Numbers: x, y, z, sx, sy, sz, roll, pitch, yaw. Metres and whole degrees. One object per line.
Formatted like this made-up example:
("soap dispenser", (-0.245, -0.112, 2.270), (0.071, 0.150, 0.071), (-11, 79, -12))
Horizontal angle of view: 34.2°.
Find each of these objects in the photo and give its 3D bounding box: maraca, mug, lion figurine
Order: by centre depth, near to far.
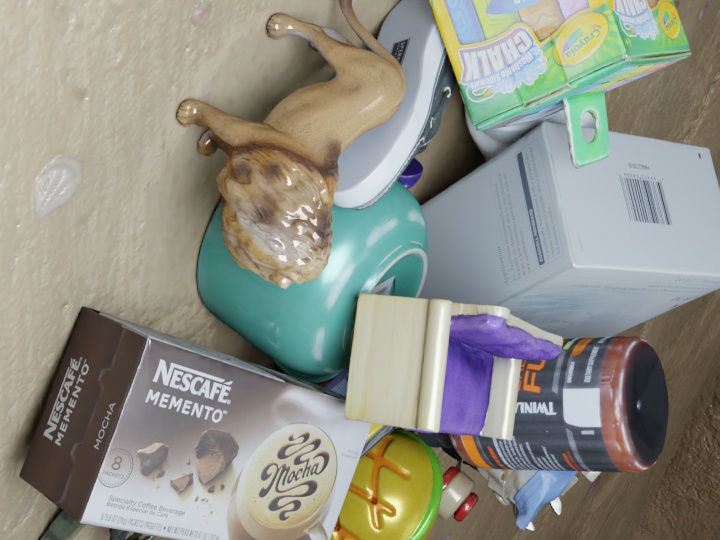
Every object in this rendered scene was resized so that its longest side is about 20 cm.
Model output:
("lion figurine", (-0.026, -0.088, 0.708), (0.201, 0.122, 0.073), (-52, 155, -17))
("mug", (-0.019, 0.001, 0.836), (0.153, 0.114, 0.185), (-55, 155, -8))
("maraca", (-0.011, 0.226, 1.067), (0.199, 0.138, 0.107), (-37, 129, 8))

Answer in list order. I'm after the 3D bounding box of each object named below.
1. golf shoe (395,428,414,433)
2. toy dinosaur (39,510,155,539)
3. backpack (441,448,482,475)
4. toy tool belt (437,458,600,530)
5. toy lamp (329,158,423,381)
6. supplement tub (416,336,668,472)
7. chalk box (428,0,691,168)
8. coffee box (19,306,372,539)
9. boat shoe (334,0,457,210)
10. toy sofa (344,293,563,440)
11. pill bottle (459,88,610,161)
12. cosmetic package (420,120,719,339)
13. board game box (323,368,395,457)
("golf shoe", (0.033, 0.088, 1.091), (0.088, 0.077, 0.201), (-55, 157, -26))
("toy dinosaur", (-0.169, 0.156, 0.812), (0.088, 0.047, 0.201), (30, 93, -49))
("backpack", (0.126, 0.098, 1.190), (0.126, 0.166, 0.202), (-28, 136, -40))
("toy tool belt", (0.161, 0.181, 1.073), (0.201, 0.123, 0.125), (-52, 169, 14))
("toy lamp", (0.000, 0.000, 0.946), (0.058, 0.058, 0.202), (-23, 137, -52))
("supplement tub", (0.141, 0.110, 0.958), (0.107, 0.198, 0.108), (12, 76, -55))
("chalk box", (0.135, -0.172, 0.795), (0.123, 0.202, 0.124), (-21, 180, 35))
("coffee box", (-0.098, 0.109, 0.747), (0.199, 0.079, 0.114), (25, 85, -43))
("boat shoe", (0.030, -0.109, 0.790), (0.057, 0.068, 0.201), (54, 44, -36))
("toy sofa", (0.071, 0.072, 0.806), (0.200, 0.097, 0.084), (24, 73, -67))
("pill bottle", (0.154, -0.130, 1.019), (0.114, 0.113, 0.200), (-57, 156, -2))
("cosmetic package", (0.171, -0.017, 0.988), (0.198, 0.124, 0.200), (3, 159, -34))
("board game box", (-0.044, 0.151, 0.942), (0.200, 0.057, 0.166), (-40, 169, -20))
